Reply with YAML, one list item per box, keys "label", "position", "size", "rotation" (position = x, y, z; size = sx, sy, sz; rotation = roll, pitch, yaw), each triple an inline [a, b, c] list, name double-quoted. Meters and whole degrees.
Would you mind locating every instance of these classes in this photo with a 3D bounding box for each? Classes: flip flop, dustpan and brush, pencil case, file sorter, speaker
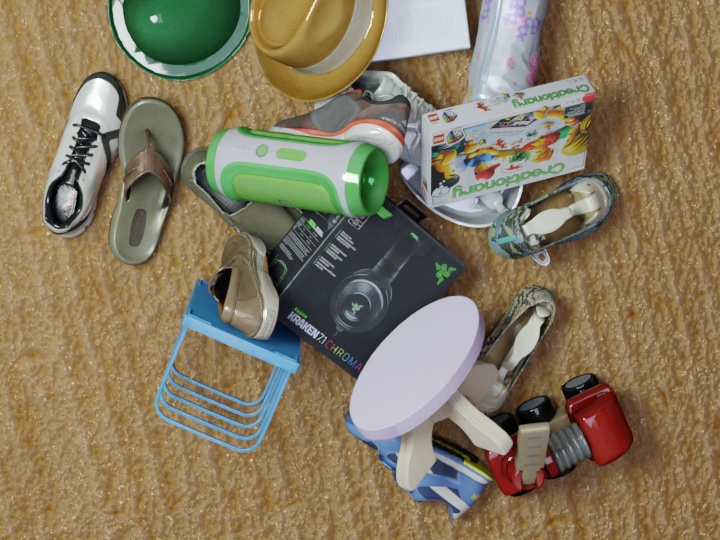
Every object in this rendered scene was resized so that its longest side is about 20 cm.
- label: "flip flop"
  position: [-0.251, -0.101, 1.675]
  size: [0.080, 0.058, 0.203]
  rotation: [9, 102, -21]
- label: "dustpan and brush"
  position: [0.158, -0.086, 1.713]
  size: [0.139, 0.057, 0.201]
  rotation: [-40, 98, 2]
- label: "pencil case"
  position: [0.173, -0.277, 1.663]
  size: [0.082, 0.091, 0.203]
  rotation: [10, 92, 20]
- label: "file sorter"
  position: [-0.154, 0.110, 1.652]
  size: [0.137, 0.200, 0.124]
  rotation: [23, 98, -6]
- label: "speaker"
  position: [-0.071, -0.109, 1.581]
  size: [0.197, 0.088, 0.090]
  rotation: [9, 99, 27]

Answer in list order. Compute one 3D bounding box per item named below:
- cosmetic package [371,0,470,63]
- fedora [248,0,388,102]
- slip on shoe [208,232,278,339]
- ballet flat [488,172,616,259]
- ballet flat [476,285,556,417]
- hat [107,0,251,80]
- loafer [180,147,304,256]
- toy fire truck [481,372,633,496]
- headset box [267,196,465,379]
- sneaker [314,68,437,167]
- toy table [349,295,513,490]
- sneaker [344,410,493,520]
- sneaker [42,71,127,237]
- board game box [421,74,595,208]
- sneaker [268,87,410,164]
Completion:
- label: "cosmetic package"
  position: [0.042, -0.350, 1.674]
  size: [0.148, 0.052, 0.203]
  rotation: [-8, 98, -4]
- label: "fedora"
  position: [-0.063, -0.291, 1.615]
  size: [0.198, 0.081, 0.204]
  rotation: [-1, 89, 36]
- label: "slip on shoe"
  position: [-0.141, 0.012, 1.611]
  size: [0.060, 0.201, 0.077]
  rotation: [11, 116, -20]
- label: "ballet flat"
  position: [0.242, -0.065, 1.679]
  size: [0.198, 0.074, 0.075]
  rotation: [-28, 100, -27]
- label: "ballet flat"
  position: [0.174, 0.109, 1.733]
  size: [0.067, 0.075, 0.201]
  rotation: [31, 95, -12]
- label: "hat"
  position: [-0.217, -0.292, 1.602]
  size: [0.198, 0.176, 0.167]
  rotation: [-30, 99, 1]
- label: "loafer"
  position: [-0.130, -0.070, 1.692]
  size: [0.199, 0.070, 0.076]
  rotation: [33, 95, -7]
- label: "toy fire truck"
  position: [0.234, 0.199, 1.687]
  size: [0.174, 0.200, 0.130]
  rotation: [-25, 99, 0]
- label: "headset box"
  position: [0.000, 0.000, 1.673]
  size: [0.174, 0.093, 0.201]
  rotation: [39, 93, -30]
- label: "sneaker"
  position: [0.044, -0.182, 1.665]
  size: [0.198, 0.081, 0.071]
  rotation: [19, 52, 1]
- label: "toy table"
  position: [0.085, 0.142, 1.628]
  size: [0.200, 0.183, 0.118]
  rotation: [-42, 126, -15]
- label: "sneaker"
  position: [0.062, 0.235, 1.746]
  size: [0.198, 0.074, 0.083]
  rotation: [29, 101, -4]
- label: "sneaker"
  position: [-0.321, -0.132, 1.669]
  size: [0.073, 0.080, 0.203]
  rotation: [15, 95, -4]
- label: "board game box"
  position: [0.167, -0.147, 1.639]
  size: [0.197, 0.035, 0.127]
  rotation: [-15, 142, -9]
- label: "sneaker"
  position: [-0.017, -0.164, 1.630]
  size: [0.077, 0.198, 0.083]
  rotation: [46, 59, -41]
